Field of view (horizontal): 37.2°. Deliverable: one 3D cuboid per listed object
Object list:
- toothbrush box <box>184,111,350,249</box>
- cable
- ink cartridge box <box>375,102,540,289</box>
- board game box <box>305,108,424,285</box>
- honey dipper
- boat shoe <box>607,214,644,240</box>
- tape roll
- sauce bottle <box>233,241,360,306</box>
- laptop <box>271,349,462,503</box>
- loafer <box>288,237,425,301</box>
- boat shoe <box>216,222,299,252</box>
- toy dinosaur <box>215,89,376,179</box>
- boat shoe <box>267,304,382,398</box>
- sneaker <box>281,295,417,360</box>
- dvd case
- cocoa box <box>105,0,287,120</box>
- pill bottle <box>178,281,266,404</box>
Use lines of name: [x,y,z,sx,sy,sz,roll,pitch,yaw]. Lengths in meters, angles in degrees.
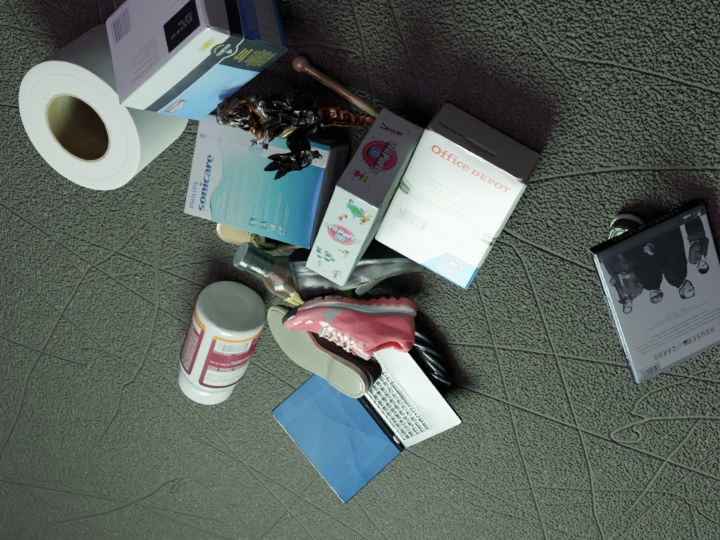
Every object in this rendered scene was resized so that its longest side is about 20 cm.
toothbrush box: [-0.131,-0.129,1.486,0.200,0.085,0.147,15,104,16]
cable: [0.051,0.132,1.647,0.200,0.051,0.163,17,125,20]
ink cartridge box: [0.126,-0.096,1.404,0.146,0.084,0.200,30,132,5]
board game box: [0.004,-0.092,1.398,0.064,0.148,0.200,29,147,2]
honey dipper: [-0.005,-0.227,1.415,0.200,0.038,0.038,35,133,7]
boat shoe: [0.356,0.025,1.382,0.072,0.061,0.201,2,124,40]
tape roll: [-0.365,-0.235,1.531,0.202,0.139,0.203,15,130,19]
sauce bottle: [-0.093,0.018,1.577,0.200,0.065,0.065,29,137,-27]
laptop: [0.010,0.220,1.616,0.200,0.116,0.187,-32,100,39]
loafer: [0.000,0.000,1.527,0.200,0.073,0.072,-4,113,7]
boat shoe: [-0.139,-0.063,1.586,0.200,0.065,0.071,-4,121,30]
toy dinosaur: [-0.087,-0.201,1.383,0.200,0.136,0.102,-17,120,11]
boat shoe: [-0.053,0.112,1.586,0.200,0.063,0.073,36,132,23]
sneaker: [-0.011,0.084,1.529,0.200,0.087,0.074,-1,162,-13]
dvd case: [0.384,0.029,1.343,0.150,0.025,0.200,-25,115,-2]
cocoa box: [-0.212,-0.301,1.373,0.200,0.131,0.134,-29,67,40]
pill bottle: [-0.230,0.122,1.741,0.114,0.114,0.200,30,133,5]
